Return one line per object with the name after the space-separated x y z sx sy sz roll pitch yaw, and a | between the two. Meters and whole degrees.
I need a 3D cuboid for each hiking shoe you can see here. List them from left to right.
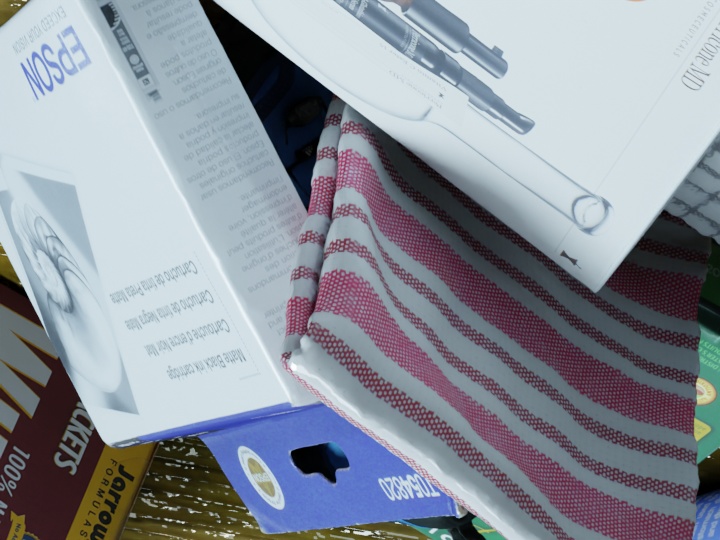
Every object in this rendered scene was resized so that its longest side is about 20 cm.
0.000 0.000 0.924 0.087 0.074 0.200 16 134 42 | hiking shoe

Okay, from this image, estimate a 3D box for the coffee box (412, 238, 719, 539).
0.063 0.040 1.004 0.123 0.044 0.200 29 143 -9 | coffee box

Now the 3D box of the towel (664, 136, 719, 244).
0.180 -0.044 0.807 0.200 0.086 0.166 31 151 -7 | towel

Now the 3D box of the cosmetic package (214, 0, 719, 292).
0.037 -0.085 0.716 0.151 0.052 0.200 36 160 4 | cosmetic package

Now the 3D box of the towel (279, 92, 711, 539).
0.049 -0.001 0.828 0.146 0.200 0.030 35 127 -20 | towel

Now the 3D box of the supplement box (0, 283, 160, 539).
-0.216 0.089 1.126 0.197 0.133 0.200 31 143 -14 | supplement box

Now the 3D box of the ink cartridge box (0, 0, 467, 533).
-0.061 0.005 0.889 0.200 0.041 0.200 61 158 -3 | ink cartridge box

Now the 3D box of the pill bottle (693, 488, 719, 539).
0.148 0.137 1.035 0.112 0.112 0.200 39 141 -25 | pill bottle
